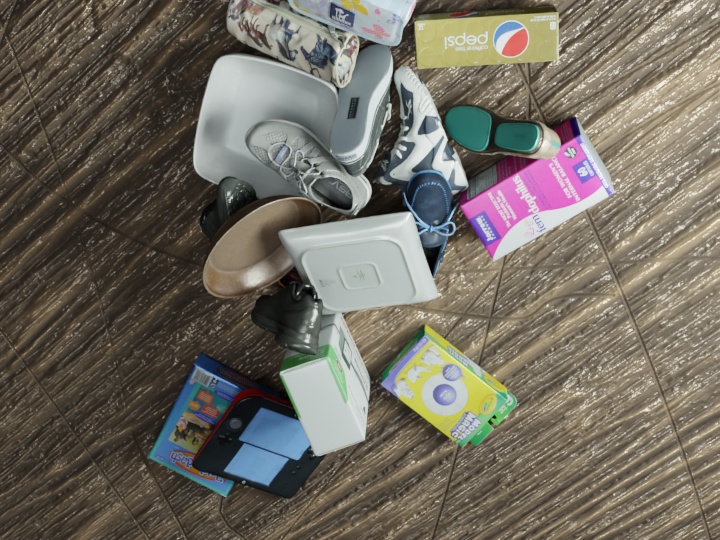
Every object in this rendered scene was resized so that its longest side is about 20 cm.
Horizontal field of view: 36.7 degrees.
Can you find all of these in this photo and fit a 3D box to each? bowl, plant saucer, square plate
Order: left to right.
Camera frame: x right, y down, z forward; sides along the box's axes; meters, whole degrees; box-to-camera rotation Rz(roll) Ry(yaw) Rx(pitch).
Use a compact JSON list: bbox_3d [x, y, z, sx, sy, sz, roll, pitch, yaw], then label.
[{"bbox_3d":[-0.147,-0.042,1.559,0.201,0.200,0.037,-49,63,20],"label":"plant saucer"},{"bbox_3d":[-0.132,-0.211,1.586,0.198,0.075,0.202,17,112,0],"label":"bowl"},{"bbox_3d":[0.000,0.000,1.582,0.196,0.029,0.201,-8,140,12],"label":"square plate"}]

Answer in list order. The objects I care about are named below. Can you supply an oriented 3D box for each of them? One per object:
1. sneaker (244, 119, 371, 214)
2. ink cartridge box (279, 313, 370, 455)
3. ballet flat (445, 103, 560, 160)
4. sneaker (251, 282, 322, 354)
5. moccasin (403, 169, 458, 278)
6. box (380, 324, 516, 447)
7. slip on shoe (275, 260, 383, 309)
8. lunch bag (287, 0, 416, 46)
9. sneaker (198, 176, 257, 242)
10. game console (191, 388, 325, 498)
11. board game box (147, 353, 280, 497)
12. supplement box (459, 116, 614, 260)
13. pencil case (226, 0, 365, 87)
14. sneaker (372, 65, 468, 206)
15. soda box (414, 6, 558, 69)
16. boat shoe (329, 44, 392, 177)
[{"bbox_3d":[-0.072,-0.146,1.522,0.199,0.082,0.075,28,111,-7],"label":"sneaker"},{"bbox_3d":[-0.050,0.163,1.655,0.083,0.200,0.147,-20,108,10],"label":"ink cartridge box"},{"bbox_3d":[0.202,-0.189,1.531,0.067,0.199,0.069,7,103,-39],"label":"ballet flat"},{"bbox_3d":[-0.098,0.058,1.585,0.075,0.200,0.092,16,94,-28],"label":"sneaker"},{"bbox_3d":[0.106,-0.059,1.580,0.079,0.069,0.201,-4,141,5],"label":"moccasin"},{"bbox_3d":[0.143,0.193,1.729,0.199,0.048,0.118,37,111,-10],"label":"box"},{"bbox_3d":[-0.042,0.020,1.673,0.198,0.061,0.075,15,110,-2],"label":"slip on shoe"},{"bbox_3d":[-0.005,-0.382,1.438,0.168,0.200,0.128,21,112,-3],"label":"lunch bag"},{"bbox_3d":[-0.201,-0.075,1.605,0.090,0.076,0.201,23,151,12],"label":"sneaker"},{"bbox_3d":[-0.150,0.285,1.765,0.199,0.031,0.178,25,110,-28],"label":"game console"},{"bbox_3d":[-0.243,0.257,1.795,0.151,0.045,0.201,28,111,-6],"label":"board game box"},{"bbox_3d":[0.251,-0.117,1.567,0.199,0.104,0.102,-31,106,18],"label":"supplement box"},{"bbox_3d":[-0.095,-0.332,1.506,0.199,0.078,0.090,27,145,13],"label":"pencil case"},{"bbox_3d":[0.062,-0.183,1.572,0.128,0.080,0.200,-24,113,9],"label":"sneaker"},{"bbox_3d":[0.175,-0.325,1.514,0.197,0.064,0.069,-2,111,7],"label":"soda box"},{"bbox_3d":[0.010,-0.225,1.530,0.073,0.201,0.068,-2,149,21],"label":"boat shoe"}]
